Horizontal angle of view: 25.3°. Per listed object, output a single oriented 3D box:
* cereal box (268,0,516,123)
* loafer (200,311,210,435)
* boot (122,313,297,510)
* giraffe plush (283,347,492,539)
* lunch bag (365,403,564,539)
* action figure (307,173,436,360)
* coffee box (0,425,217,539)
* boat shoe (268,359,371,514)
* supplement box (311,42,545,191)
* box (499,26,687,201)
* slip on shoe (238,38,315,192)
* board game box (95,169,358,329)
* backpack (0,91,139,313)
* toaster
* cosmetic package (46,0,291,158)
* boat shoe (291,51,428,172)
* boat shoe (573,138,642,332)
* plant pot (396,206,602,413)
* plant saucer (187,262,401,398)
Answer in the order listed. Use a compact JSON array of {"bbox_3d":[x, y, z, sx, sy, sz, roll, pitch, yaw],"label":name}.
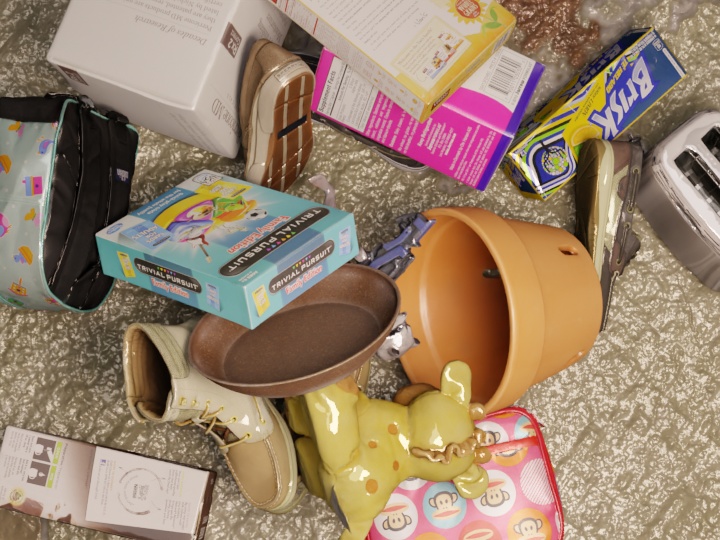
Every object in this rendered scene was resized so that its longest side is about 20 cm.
[{"bbox_3d":[0.028,-0.248,1.510,0.200,0.040,0.144,40,62,11],"label":"cereal box"},{"bbox_3d":[-0.137,0.066,1.599,0.062,0.072,0.202,-6,84,5],"label":"loafer"},{"bbox_3d":[-0.141,0.136,1.488,0.072,0.154,0.201,-25,80,26],"label":"boot"},{"bbox_3d":[0.031,0.150,1.479,0.161,0.173,0.200,-15,43,-13],"label":"giraffe plush"},{"bbox_3d":[0.092,0.212,1.577,0.199,0.082,0.177,-13,77,-1],"label":"lunch bag"},{"bbox_3d":[0.000,0.000,1.567,0.200,0.104,0.194,-41,69,17],"label":"action figure"},{"bbox_3d":[-0.245,0.211,1.551,0.199,0.113,0.080,13,82,1],"label":"coffee box"},{"bbox_3d":[-0.045,0.148,1.589,0.073,0.063,0.201,23,81,3],"label":"boat shoe"},{"bbox_3d":[0.061,-0.180,1.563,0.199,0.104,0.102,27,57,1],"label":"supplement box"},{"bbox_3d":[0.231,-0.159,1.631,0.200,0.070,0.064,-42,103,-6],"label":"box"},{"bbox_3d":[-0.090,-0.144,1.576,0.076,0.200,0.061,-35,66,-24],"label":"slip on shoe"},{"bbox_3d":[-0.126,-0.025,1.512,0.199,0.047,0.151,17,39,37],"label":"board game box"},{"bbox_3d":[-0.308,-0.058,1.562,0.152,0.176,0.202,-3,82,16],"label":"backpack"},{"bbox_3d":[0.349,-0.078,1.597,0.113,0.129,0.200,-37,84,-7],"label":"toaster"},{"bbox_3d":[-0.177,-0.245,1.581,0.164,0.165,0.201,19,82,14],"label":"cosmetic package"},{"bbox_3d":[-0.009,-0.166,1.635,0.199,0.066,0.070,35,82,4],"label":"boat shoe"},{"bbox_3d":[0.248,-0.031,1.594,0.066,0.072,0.202,-2,106,-10],"label":"boat shoe"},{"bbox_3d":[0.137,0.034,1.549,0.139,0.200,0.201,-8,80,-34],"label":"plant pot"},{"bbox_3d":[-0.056,0.059,1.450,0.199,0.201,0.037,-17,117,-3],"label":"plant saucer"}]
